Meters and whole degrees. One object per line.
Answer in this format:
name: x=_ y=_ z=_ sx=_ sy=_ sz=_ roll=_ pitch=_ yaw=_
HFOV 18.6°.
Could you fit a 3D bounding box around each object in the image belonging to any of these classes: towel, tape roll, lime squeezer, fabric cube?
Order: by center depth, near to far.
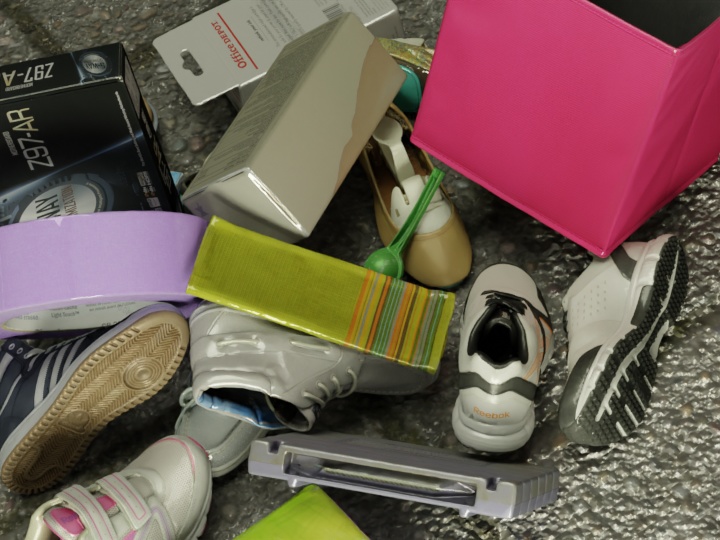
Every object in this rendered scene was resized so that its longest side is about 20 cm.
towel: x=-0.028 y=0.018 z=1.661 sx=0.199 sy=0.018 sz=0.086 roll=18 pitch=40 yaw=-3
tape roll: x=-0.213 y=0.006 z=1.704 sx=0.199 sy=0.200 sz=0.066 roll=-8 pitch=82 yaw=8
fabric cube: x=0.186 y=-0.171 z=1.717 sx=0.196 sy=0.200 sz=0.200 roll=31 pitch=42 yaw=21
lime squeezer: x=0.000 y=0.000 z=1.748 sx=0.200 sy=0.071 sz=0.038 roll=-41 pitch=35 yaw=-23

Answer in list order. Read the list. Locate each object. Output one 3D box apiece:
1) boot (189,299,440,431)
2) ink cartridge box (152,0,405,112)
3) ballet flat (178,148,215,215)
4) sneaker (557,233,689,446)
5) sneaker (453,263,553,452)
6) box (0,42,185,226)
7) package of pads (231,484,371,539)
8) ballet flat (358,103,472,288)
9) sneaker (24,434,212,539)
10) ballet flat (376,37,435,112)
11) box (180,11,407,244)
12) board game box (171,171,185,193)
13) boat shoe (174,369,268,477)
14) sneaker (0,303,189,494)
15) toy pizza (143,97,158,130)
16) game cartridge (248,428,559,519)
boot: x=-0.035 y=0.085 z=1.656 sx=0.199 sy=0.074 sz=0.096 roll=11 pitch=48 yaw=-13
ink cartridge box: x=-0.070 y=-0.195 z=1.954 sx=0.199 sy=0.068 sz=0.116 roll=-26 pitch=45 yaw=-9
ballet flat: x=-0.074 y=-0.101 z=1.871 sx=0.200 sy=0.069 sz=0.068 roll=-40 pitch=49 yaw=-21
sneaker: x=0.185 y=0.055 z=1.671 sx=0.080 sy=0.074 sz=0.200 roll=1 pitch=43 yaw=31
sneaker: x=0.111 y=0.048 z=1.648 sx=0.073 sy=0.080 sz=0.200 roll=4 pitch=34 yaw=2
box: x=-0.240 y=-0.082 z=1.762 sx=0.159 sy=0.201 sz=0.044 roll=-10 pitch=46 yaw=5
package of pads: x=-0.064 y=0.258 z=1.546 sx=0.200 sy=0.068 sz=0.154 roll=-35 pitch=50 yaw=-17
ballet flat: x=0.036 y=-0.068 z=1.815 sx=0.068 sy=0.063 sz=0.200 roll=-21 pitch=47 yaw=-7
sneaker: x=-0.188 y=0.193 z=1.613 sx=0.081 sy=0.088 sz=0.200 roll=29 pitch=68 yaw=34
ballet flat: x=0.064 y=-0.169 z=1.895 sx=0.199 sy=0.071 sz=0.071 roll=12 pitch=53 yaw=15
box: x=-0.052 y=-0.108 z=1.778 sx=0.095 sy=0.078 sz=0.200 roll=-20 pitch=30 yaw=47
board game box: x=-0.262 y=-0.038 z=1.889 sx=0.199 sy=0.034 sz=0.135 roll=9 pitch=52 yaw=22
boat shoe: x=-0.095 y=0.072 z=1.724 sx=0.074 sy=0.065 sz=0.202 roll=11 pitch=53 yaw=24
sneaker: x=-0.218 y=0.072 z=1.713 sx=0.200 sy=0.070 sz=0.109 roll=-44 pitch=39 yaw=18
toy pizza: x=-0.278 y=-0.128 z=1.938 sx=0.199 sy=0.032 sz=0.201 roll=-4 pitch=31 yaw=2
game cartridge: x=0.034 y=0.147 z=1.588 sx=0.199 sy=0.130 sz=0.039 roll=8 pitch=88 yaw=20
